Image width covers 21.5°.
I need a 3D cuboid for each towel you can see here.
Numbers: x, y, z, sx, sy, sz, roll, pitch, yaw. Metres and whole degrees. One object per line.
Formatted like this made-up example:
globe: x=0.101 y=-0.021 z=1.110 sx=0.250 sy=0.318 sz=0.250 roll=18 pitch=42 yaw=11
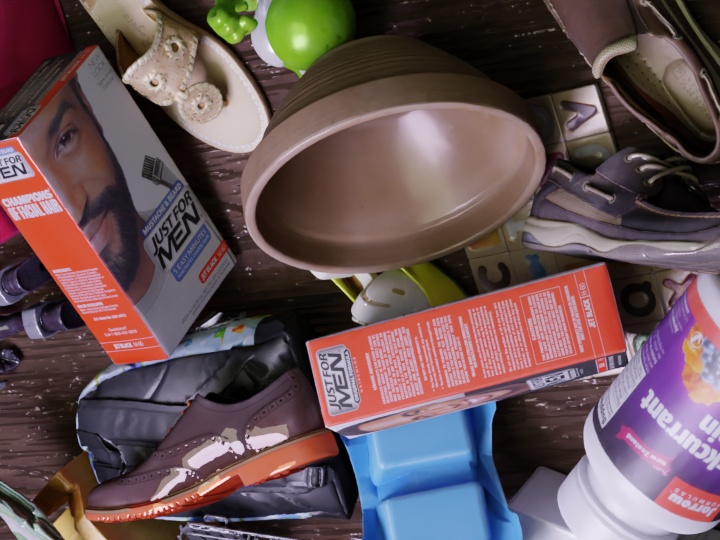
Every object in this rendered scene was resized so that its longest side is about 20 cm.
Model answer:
towel: x=-0.227 y=0.238 z=1.459 sx=0.152 sy=0.023 sz=0.201 roll=18 pitch=145 yaw=57

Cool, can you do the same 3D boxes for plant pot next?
plant pot: x=0.016 y=-0.087 z=1.244 sx=0.200 sy=0.200 sz=0.094 roll=-35 pitch=53 yaw=35

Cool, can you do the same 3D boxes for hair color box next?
hair color box: x=-0.181 y=-0.044 z=1.357 sx=0.063 sy=0.111 sz=0.201 roll=-9 pitch=126 yaw=39
hair color box: x=0.073 y=0.055 z=1.243 sx=0.198 sy=0.102 sz=0.062 roll=-14 pitch=79 yaw=7

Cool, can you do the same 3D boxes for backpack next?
backpack: x=-0.112 y=0.112 z=1.418 sx=0.198 sy=0.154 sz=0.165 roll=-16 pitch=109 yaw=11

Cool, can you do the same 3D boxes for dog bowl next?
dog bowl: x=0.046 y=0.146 z=1.310 sx=0.110 sy=0.050 sz=0.202 roll=-10 pitch=72 yaw=-3

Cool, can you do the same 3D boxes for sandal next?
sandal: x=-0.156 y=-0.157 z=1.356 sx=0.212 sy=0.070 sz=0.078 roll=50 pitch=125 yaw=1

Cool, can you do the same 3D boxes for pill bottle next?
pill bottle: x=0.214 y=0.098 z=1.228 sx=0.111 sy=0.111 sz=0.201 roll=38 pitch=119 yaw=9

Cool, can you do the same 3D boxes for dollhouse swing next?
dollhouse swing: x=-0.191 y=0.259 z=1.507 sx=0.176 sy=0.182 sz=0.200 roll=-43 pitch=88 yaw=22

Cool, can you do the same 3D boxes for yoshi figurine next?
yoshi figurine: x=-0.067 y=-0.201 z=1.269 sx=0.200 sy=0.112 sz=0.112 roll=46 pitch=118 yaw=0

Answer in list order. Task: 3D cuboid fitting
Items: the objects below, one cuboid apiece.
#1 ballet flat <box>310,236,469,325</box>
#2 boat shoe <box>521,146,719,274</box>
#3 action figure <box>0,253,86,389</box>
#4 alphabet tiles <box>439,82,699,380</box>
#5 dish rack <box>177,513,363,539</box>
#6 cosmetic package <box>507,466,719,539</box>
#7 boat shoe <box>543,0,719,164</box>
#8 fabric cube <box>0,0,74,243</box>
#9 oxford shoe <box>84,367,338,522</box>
ballet flat: x=0.000 y=0.000 z=1.340 sx=0.200 sy=0.067 sz=0.067 roll=44 pitch=126 yaw=5
boat shoe: x=0.172 y=-0.041 z=1.181 sx=0.199 sy=0.074 sz=0.074 roll=8 pitch=90 yaw=54
action figure: x=-0.304 y=0.036 z=1.526 sx=0.198 sy=0.069 sz=0.131 roll=-13 pitch=111 yaw=36
alphabet tiles: x=0.144 y=-0.022 z=1.288 sx=0.166 sy=0.008 sz=0.202 roll=-11 pitch=106 yaw=32
dish rack: x=-0.036 y=0.227 z=1.402 sx=0.198 sy=0.154 sz=0.055 roll=8 pitch=73 yaw=11
cosmetic package: x=0.195 y=0.224 z=1.327 sx=0.198 sy=0.074 sz=0.103 roll=17 pitch=118 yaw=21
boat shoe: x=0.167 y=-0.149 z=1.179 sx=0.202 sy=0.075 sz=0.075 roll=45 pitch=125 yaw=5
fabric cube: x=-0.332 y=-0.109 z=1.396 sx=0.195 sy=0.199 sz=0.202 roll=-12 pitch=105 yaw=31
oxford shoe: x=-0.111 y=0.125 z=1.328 sx=0.198 sy=0.071 sz=0.073 roll=-21 pitch=82 yaw=19
